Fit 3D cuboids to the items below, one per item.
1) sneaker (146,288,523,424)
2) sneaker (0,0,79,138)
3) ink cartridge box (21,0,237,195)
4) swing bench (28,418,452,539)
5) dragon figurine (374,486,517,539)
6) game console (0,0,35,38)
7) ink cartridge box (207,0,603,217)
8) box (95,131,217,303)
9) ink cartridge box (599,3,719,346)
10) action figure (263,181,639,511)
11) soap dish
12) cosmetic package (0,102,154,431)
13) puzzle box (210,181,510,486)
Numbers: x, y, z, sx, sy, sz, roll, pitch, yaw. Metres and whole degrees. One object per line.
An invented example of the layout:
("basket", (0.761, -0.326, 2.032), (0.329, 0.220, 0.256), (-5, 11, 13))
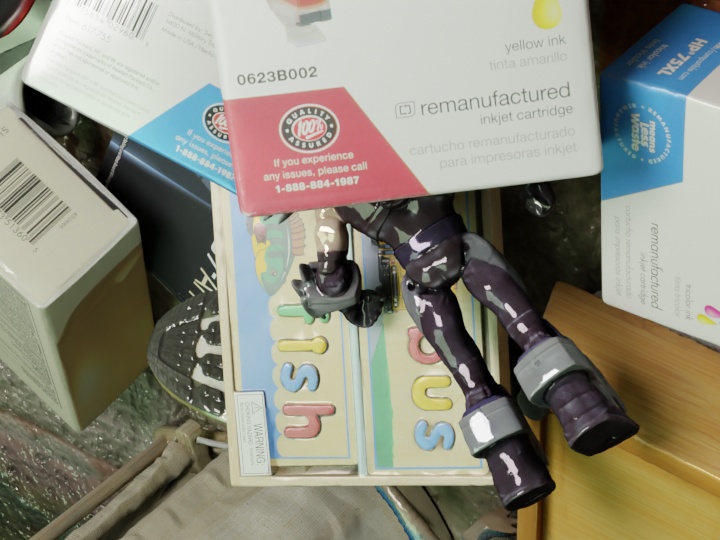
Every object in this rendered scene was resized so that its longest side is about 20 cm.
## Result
("sneaker", (-0.010, 0.067, 1.030), (0.200, 0.077, 0.089), (13, 153, 1))
("sneaker", (-0.201, -0.097, 1.136), (0.089, 0.074, 0.200), (52, 143, 2))
("ink cartridge box", (-0.048, -0.147, 0.879), (0.116, 0.068, 0.200), (28, 105, 2))
("swing bench", (-0.093, 0.171, 1.140), (0.200, 0.199, 0.130), (-22, 103, 51))
("dragon figurine", (0.066, 0.181, 1.082), (0.200, 0.059, 0.100), (29, 127, 8))
("game console", (-0.224, -0.204, 1.036), (0.200, 0.119, 0.173), (-7, 115, 47))
("ink cartridge box", (0.011, -0.133, 0.795), (0.145, 0.083, 0.200), (-7, 106, 4))
("box", (-0.050, -0.044, 1.048), (0.160, 0.044, 0.200), (45, 142, 10))
("ink cartridge box", (0.194, -0.018, 0.800), (0.200, 0.067, 0.116), (21, 133, 33))
("action figure", (0.038, 0.002, 0.886), (0.130, 0.069, 0.200), (-35, 74, 20))
("soap dish", (0.158, 0.111, 0.931), (0.200, 0.081, 0.158), (26, 136, 31))
("cosmetic package", (-0.174, 0.003, 1.138), (0.105, 0.071, 0.200), (42, 162, 13))
("puzzle box", (0.000, 0.000, 0.942), (0.133, 0.025, 0.200), (-3, 96, 14))
